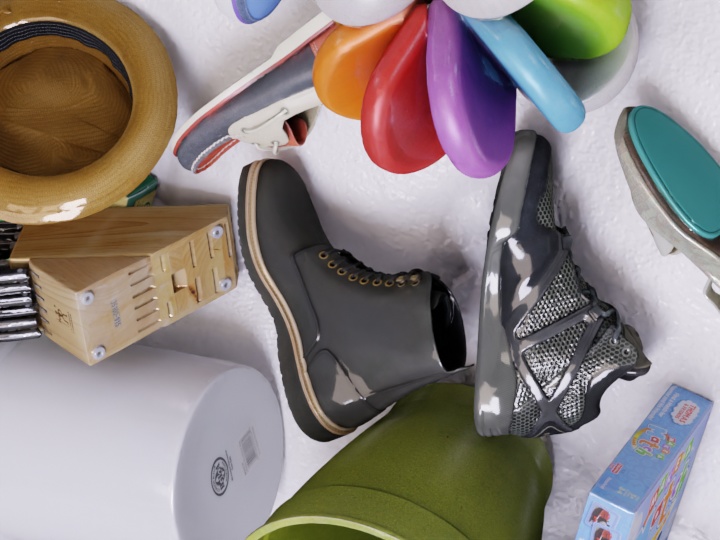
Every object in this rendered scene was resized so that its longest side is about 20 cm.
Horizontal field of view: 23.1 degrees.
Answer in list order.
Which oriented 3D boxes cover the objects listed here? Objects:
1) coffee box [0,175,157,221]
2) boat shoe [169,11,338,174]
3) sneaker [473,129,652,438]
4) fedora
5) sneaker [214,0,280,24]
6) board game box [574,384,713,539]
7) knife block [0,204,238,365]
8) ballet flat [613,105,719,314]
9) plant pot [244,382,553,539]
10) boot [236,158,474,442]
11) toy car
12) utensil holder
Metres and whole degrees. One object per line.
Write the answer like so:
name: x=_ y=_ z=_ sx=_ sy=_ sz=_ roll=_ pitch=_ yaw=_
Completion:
coffee box: x=-0.257 y=-0.060 z=1.369 sx=0.199 sy=0.044 sz=0.124 roll=31 pitch=124 yaw=16
boat shoe: x=-0.053 y=-0.115 z=1.205 sx=0.199 sy=0.071 sz=0.063 roll=-33 pitch=95 yaw=34
sneaker: x=0.133 y=0.010 z=1.145 sx=0.113 sy=0.076 sz=0.202 roll=2 pitch=95 yaw=4
fedora: x=-0.222 y=-0.109 z=1.280 sx=0.199 sy=0.202 sz=0.082 roll=28 pitch=164 yaw=18
sneaker: x=-0.005 y=-0.218 z=1.115 sx=0.146 sy=0.080 sz=0.201 roll=35 pitch=120 yaw=19
board game box: x=0.166 y=0.194 z=1.154 sx=0.036 sy=0.151 sz=0.202 roll=23 pitch=122 yaw=20
knife block: x=-0.214 y=-0.008 z=1.300 sx=0.175 sy=0.199 sz=0.065 roll=29 pitch=137 yaw=41
ballet flat: x=0.217 y=-0.013 z=1.084 sx=0.200 sy=0.067 sz=0.062 roll=47 pitch=137 yaw=5
plant pot: x=0.040 y=0.183 z=1.190 sx=0.198 sy=0.193 sz=0.202 roll=14 pitch=129 yaw=19
boot: x=0.000 y=0.000 z=1.203 sx=0.138 sy=0.077 sz=0.202 roll=-25 pitch=80 yaw=36
toy car: x=0.060 y=-0.127 z=1.040 sx=0.198 sy=0.151 sz=0.175 roll=1 pitch=157 yaw=31
utensil holder: x=-0.181 y=0.137 z=1.337 sx=0.198 sy=0.170 sz=0.172 roll=8 pitch=115 yaw=28
